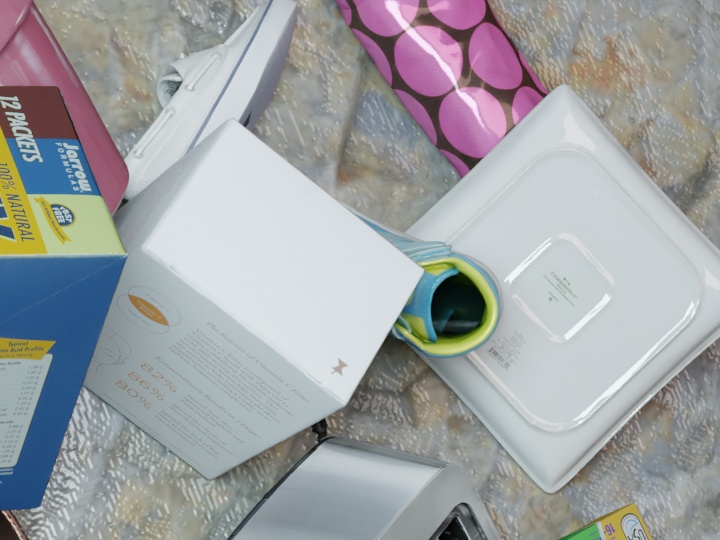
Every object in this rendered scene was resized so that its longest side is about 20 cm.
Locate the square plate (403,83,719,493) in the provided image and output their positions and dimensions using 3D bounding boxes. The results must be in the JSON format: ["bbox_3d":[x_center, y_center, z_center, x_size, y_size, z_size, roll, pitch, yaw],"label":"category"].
[{"bbox_3d":[0.132,0.014,1.718,0.198,0.028,0.200,-43,96,-1],"label":"square plate"}]

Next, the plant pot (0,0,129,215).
[{"bbox_3d":[-0.240,-0.082,1.526,0.179,0.200,0.200,49,57,-22],"label":"plant pot"}]

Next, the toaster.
[{"bbox_3d":[-0.003,0.210,1.543,0.181,0.119,0.200,-48,127,-33],"label":"toaster"}]

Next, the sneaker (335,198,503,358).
[{"bbox_3d":[0.000,0.000,1.627,0.200,0.131,0.080,14,93,-4],"label":"sneaker"}]

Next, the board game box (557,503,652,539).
[{"bbox_3d":[0.168,0.268,1.674,0.153,0.040,0.200,-21,84,-49],"label":"board game box"}]

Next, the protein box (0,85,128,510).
[{"bbox_3d":[-0.256,0.018,1.379,0.198,0.200,0.135,-1,44,-27],"label":"protein box"}]

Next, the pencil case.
[{"bbox_3d":[0.071,-0.140,1.764,0.094,0.091,0.200,-36,94,-41],"label":"pencil case"}]

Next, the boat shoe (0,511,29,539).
[{"bbox_3d":[-0.196,0.221,1.486,0.070,0.070,0.200,-12,77,-30],"label":"boat shoe"}]

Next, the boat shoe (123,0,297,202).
[{"bbox_3d":[-0.099,-0.114,1.672,0.065,0.074,0.200,22,48,6],"label":"boat shoe"}]

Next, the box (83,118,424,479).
[{"bbox_3d":[-0.084,0.022,1.555,0.152,0.200,0.106,39,59,-12],"label":"box"}]
